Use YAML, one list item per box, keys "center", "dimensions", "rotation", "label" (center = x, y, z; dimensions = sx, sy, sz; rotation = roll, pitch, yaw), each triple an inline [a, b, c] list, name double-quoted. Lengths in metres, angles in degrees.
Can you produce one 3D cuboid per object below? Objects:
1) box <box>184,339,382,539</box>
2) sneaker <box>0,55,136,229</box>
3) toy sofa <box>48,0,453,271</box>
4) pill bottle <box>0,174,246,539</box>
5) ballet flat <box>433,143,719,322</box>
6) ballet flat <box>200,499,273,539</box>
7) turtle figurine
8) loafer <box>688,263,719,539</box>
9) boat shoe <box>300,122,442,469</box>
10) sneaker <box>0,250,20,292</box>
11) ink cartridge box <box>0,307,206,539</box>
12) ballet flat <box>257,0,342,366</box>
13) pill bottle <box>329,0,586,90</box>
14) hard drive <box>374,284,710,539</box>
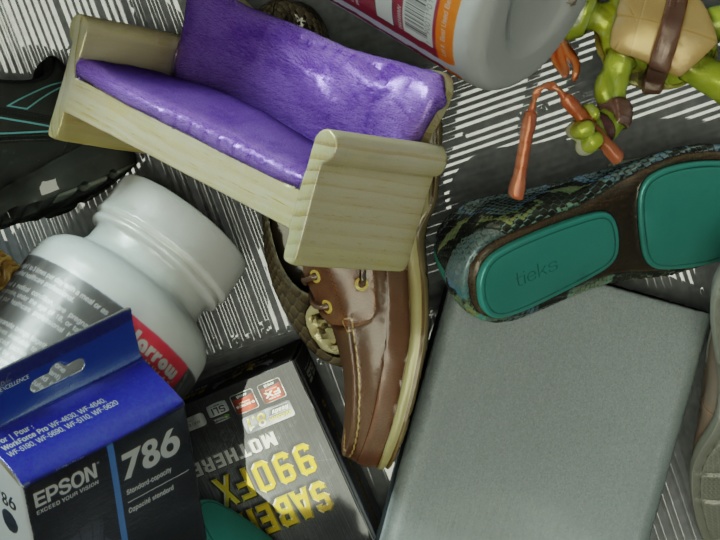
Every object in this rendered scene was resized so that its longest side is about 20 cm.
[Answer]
- center: [-0.091, 0.149, 1.166]
  dimensions: [0.199, 0.048, 0.159]
  rotation: [-22, 100, 10]
  label: "box"
- center: [-0.212, -0.050, 1.084]
  dimensions: [0.075, 0.199, 0.080]
  rotation: [-28, 88, 51]
  label: "sneaker"
- center: [-0.055, -0.078, 1.027]
  dimensions: [0.199, 0.083, 0.098]
  rotation: [28, 106, 40]
  label: "toy sofa"
- center: [-0.149, 0.053, 1.091]
  dimensions: [0.110, 0.111, 0.201]
  rotation: [36, 76, -3]
  label: "pill bottle"
- center: [0.126, -0.029, 1.087]
  dimensions: [0.199, 0.074, 0.075]
  rotation: [-13, 103, -24]
  label: "ballet flat"
- center: [-0.032, 0.205, 1.117]
  dimensions: [0.200, 0.068, 0.067]
  rotation: [40, 111, -4]
  label: "ballet flat"
- center: [0.158, -0.107, 1.064]
  dimensions: [0.160, 0.064, 0.201]
  rotation: [17, 73, 6]
  label: "turtle figurine"
- center: [0.209, 0.060, 1.106]
  dimensions: [0.071, 0.063, 0.201]
  rotation: [2, 125, 7]
  label: "loafer"
- center: [0.000, 0.000, 1.079]
  dimensions: [0.067, 0.072, 0.202]
  rotation: [3, 95, -7]
  label: "boat shoe"
- center: [-0.249, 0.002, 1.144]
  dimensions: [0.200, 0.090, 0.075]
  rotation: [45, 66, -26]
  label: "sneaker"
- center: [-0.126, 0.128, 1.036]
  dimensions: [0.039, 0.099, 0.201]
  rotation: [21, 129, 45]
  label: "ink cartridge box"
- center: [-0.026, -0.043, 1.117]
  dimensions: [0.067, 0.046, 0.202]
  rotation: [-8, 102, 8]
  label: "ballet flat"
- center: [0.011, -0.178, 1.020]
  dimensions: [0.199, 0.109, 0.110]
  rotation: [33, 105, 24]
  label: "pill bottle"
- center: [0.092, 0.099, 1.120]
  dimensions: [0.139, 0.033, 0.201]
  rotation: [15, 92, -4]
  label: "hard drive"
